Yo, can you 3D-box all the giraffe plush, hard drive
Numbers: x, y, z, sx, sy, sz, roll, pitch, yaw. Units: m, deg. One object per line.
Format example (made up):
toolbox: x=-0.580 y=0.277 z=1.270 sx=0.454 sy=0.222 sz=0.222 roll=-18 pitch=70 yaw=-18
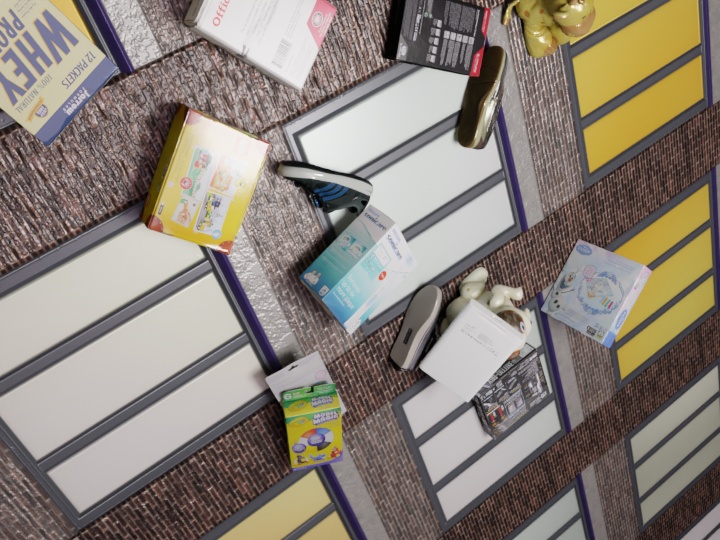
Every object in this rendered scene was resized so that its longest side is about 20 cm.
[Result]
giraffe plush: x=0.394 y=-0.515 z=1.248 sx=0.197 sy=0.162 sz=0.176 roll=20 pitch=98 yaw=-34
hard drive: x=0.226 y=0.169 z=1.328 sx=0.131 sy=0.026 sz=0.202 roll=34 pitch=123 yaw=2

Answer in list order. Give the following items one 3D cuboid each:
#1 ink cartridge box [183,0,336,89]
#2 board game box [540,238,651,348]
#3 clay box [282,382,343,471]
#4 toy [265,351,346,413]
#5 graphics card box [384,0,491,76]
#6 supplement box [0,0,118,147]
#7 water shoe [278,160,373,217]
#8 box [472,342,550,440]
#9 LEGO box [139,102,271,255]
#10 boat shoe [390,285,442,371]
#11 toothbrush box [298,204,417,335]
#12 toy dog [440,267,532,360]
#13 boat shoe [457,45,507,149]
ink cartridge box: x=-0.159 y=-0.403 z=1.017 sx=0.198 sy=0.084 sz=0.148 roll=23 pitch=96 yaw=-36
board game box: x=0.556 y=0.050 z=1.531 sx=0.043 sy=0.199 sz=0.202 roll=23 pitch=97 yaw=-36
clay box: x=-0.095 y=0.318 z=1.300 sx=0.112 sy=0.048 sz=0.203 roll=-9 pitch=130 yaw=-10
toy: x=-0.111 y=0.244 z=1.304 sx=0.113 sy=0.047 sz=0.203 roll=-27 pitch=127 yaw=-7
graphics card box: x=0.146 y=-0.443 z=1.199 sx=0.196 sy=0.051 sz=0.129 roll=-1 pitch=109 yaw=-31
supplement box: x=-0.443 y=-0.290 z=0.823 sx=0.135 sy=0.199 sz=0.200 roll=-49 pitch=124 yaw=-5
water shoe: x=-0.063 y=-0.144 z=1.177 sx=0.196 sy=0.071 sz=0.081 roll=9 pitch=106 yaw=-32
box: x=0.376 y=0.302 z=1.611 sx=0.198 sy=0.050 sz=0.160 roll=-35 pitch=122 yaw=-14
LEGO box: x=-0.256 y=-0.148 z=1.059 sx=0.147 sy=0.077 sz=0.204 roll=18 pitch=98 yaw=-34
boat shoe: x=0.142 y=0.131 z=1.406 sx=0.091 sy=0.075 sz=0.203 roll=15 pitch=108 yaw=-39
toothbrush box: x=0.000 y=0.000 z=1.237 sx=0.200 sy=0.085 sz=0.147 roll=-46 pitch=142 yaw=-9
toy dog: x=0.283 y=0.104 z=1.392 sx=0.191 sy=0.199 sz=0.142 roll=-23 pitch=118 yaw=-21
boat shoe: x=0.252 y=-0.344 z=1.293 sx=0.064 sy=0.073 sz=0.204 roll=6 pitch=109 yaw=-42
